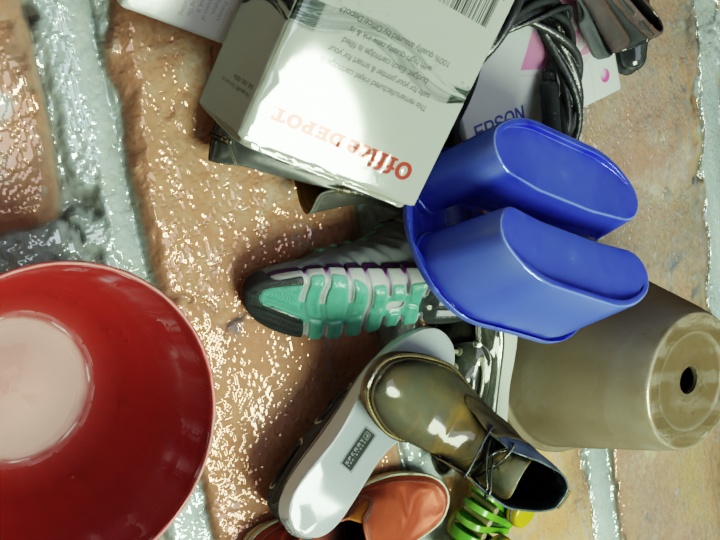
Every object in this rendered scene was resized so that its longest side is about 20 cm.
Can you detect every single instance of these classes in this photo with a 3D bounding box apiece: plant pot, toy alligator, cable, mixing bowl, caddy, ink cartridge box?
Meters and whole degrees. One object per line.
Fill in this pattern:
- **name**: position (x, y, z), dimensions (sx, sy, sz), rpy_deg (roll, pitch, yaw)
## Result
- **plant pot**: position (0.225, 0.079, 0.872), dimensions (0.199, 0.173, 0.201), rpy_deg (-5, 99, -33)
- **toy alligator**: position (0.097, 0.243, 0.874), dimensions (0.054, 0.059, 0.201), rpy_deg (32, 87, -45)
- **cable**: position (0.126, -0.132, 0.797), dimensions (0.163, 0.051, 0.200), rpy_deg (46, 74, -29)
- **mixing bowl**: position (-0.203, 0.086, 0.616), dimensions (0.199, 0.108, 0.201), rpy_deg (-7, 102, -33)
- **caddy**: position (0.121, -0.025, 0.731), dimensions (0.199, 0.105, 0.142), rpy_deg (16, 63, -35)
- **ink cartridge box**: position (0.005, -0.160, 0.628), dimensions (0.146, 0.083, 0.201), rpy_deg (19, 102, -35)
- **ink cartridge box**: position (0.133, -0.220, 0.842), dimensions (0.196, 0.043, 0.201), rpy_deg (-28, 114, -28)

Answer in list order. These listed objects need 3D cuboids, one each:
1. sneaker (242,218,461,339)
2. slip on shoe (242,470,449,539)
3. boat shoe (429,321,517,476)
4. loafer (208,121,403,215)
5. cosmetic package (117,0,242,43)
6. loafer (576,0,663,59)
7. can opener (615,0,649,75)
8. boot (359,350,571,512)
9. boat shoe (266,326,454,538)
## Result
- **sneaker**: position (0.000, 0.000, 0.783), dimensions (0.199, 0.088, 0.075), rpy_deg (0, 138, -18)
- **slip on shoe**: position (-0.002, 0.219, 0.806), dimensions (0.199, 0.061, 0.075), rpy_deg (-10, 101, -35)
- **boat shoe**: position (0.090, 0.081, 0.840), dimensions (0.063, 0.071, 0.201), rpy_deg (-11, 105, -36)
- **loafer**: position (-0.026, -0.076, 0.743), dimensions (0.199, 0.073, 0.073), rpy_deg (28, 91, -26)
- **cosmetic package**: position (-0.064, -0.204, 0.671), dimensions (0.199, 0.074, 0.102), rpy_deg (14, 115, -37)
- **loafer**: position (0.196, -0.243, 0.780), dimensions (0.200, 0.063, 0.072), rpy_deg (42, 48, -56)
- **can opener**: position (0.245, -0.283, 0.902), dimensions (0.063, 0.078, 0.201), rpy_deg (-39, 124, -75)
- **boot**: position (0.086, 0.124, 0.744), dimensions (0.200, 0.097, 0.075), rpy_deg (35, 83, -44)
- **boat shoe**: position (-0.003, 0.124, 0.785), dimensions (0.070, 0.066, 0.200), rpy_deg (45, 70, -25)
